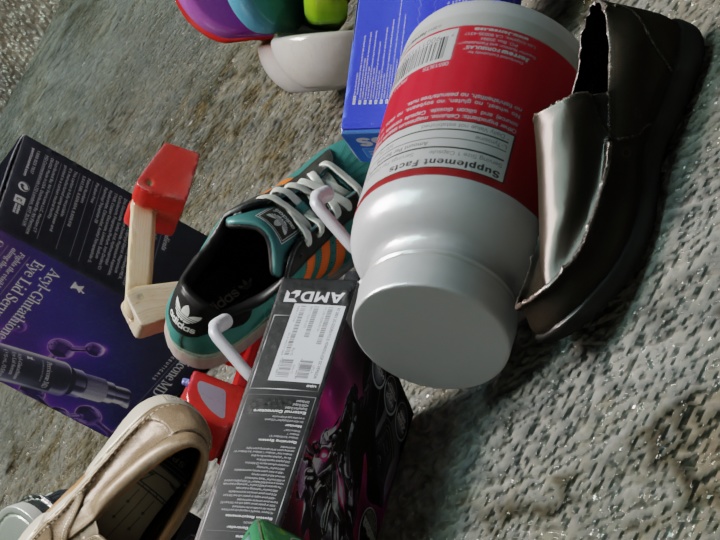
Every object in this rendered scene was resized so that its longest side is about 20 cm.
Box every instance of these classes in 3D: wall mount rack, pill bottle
[{"bbox_3d":[0.000,0.000,1.657,0.200,0.075,0.174,-51,-20,29],"label":"wall mount rack"},{"bbox_3d":[0.058,-0.040,1.460,0.112,0.112,0.200,-43,24,47],"label":"pill bottle"}]

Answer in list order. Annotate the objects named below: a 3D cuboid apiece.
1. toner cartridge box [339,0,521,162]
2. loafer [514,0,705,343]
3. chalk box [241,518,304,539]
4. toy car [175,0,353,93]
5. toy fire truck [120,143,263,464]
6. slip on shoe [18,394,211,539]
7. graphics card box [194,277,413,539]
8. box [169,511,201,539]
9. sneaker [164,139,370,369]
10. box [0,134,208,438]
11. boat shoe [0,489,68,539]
[{"bbox_3d":[0.048,-0.165,1.660,0.095,0.043,0.201,-1,66,21],"label":"toner cartridge box"},{"bbox_3d":[0.113,-0.054,1.387,0.073,0.071,0.201,-36,29,56],"label":"loafer"},{"bbox_3d":[-0.022,0.195,1.137,0.124,0.200,0.125,-58,16,10],"label":"chalk box"},{"bbox_3d":[-0.065,-0.218,1.975,0.200,0.149,0.176,-167,74,-81],"label":"toy car"},{"bbox_3d":[-0.104,0.025,1.781,0.049,0.141,0.200,119,171,-54],"label":"toy fire truck"},{"bbox_3d":[-0.158,0.171,1.691,0.200,0.076,0.061,-51,28,4],"label":"slip on shoe"},{"bbox_3d":[-0.030,0.118,1.447,0.051,0.126,0.200,0,50,21],"label":"graphics card box"},{"bbox_3d":[-0.165,0.277,1.722,0.198,0.050,0.200,-40,25,49],"label":"box"},{"bbox_3d":[-0.045,-0.021,1.731,0.200,0.071,0.080,-46,-12,-22],"label":"sneaker"},{"bbox_3d":[-0.211,0.018,2.030,0.148,0.200,0.105,-48,20,40],"label":"box"},{"bbox_3d":[-0.252,0.245,2.026,0.060,0.076,0.200,-22,-30,-46],"label":"boat shoe"}]
